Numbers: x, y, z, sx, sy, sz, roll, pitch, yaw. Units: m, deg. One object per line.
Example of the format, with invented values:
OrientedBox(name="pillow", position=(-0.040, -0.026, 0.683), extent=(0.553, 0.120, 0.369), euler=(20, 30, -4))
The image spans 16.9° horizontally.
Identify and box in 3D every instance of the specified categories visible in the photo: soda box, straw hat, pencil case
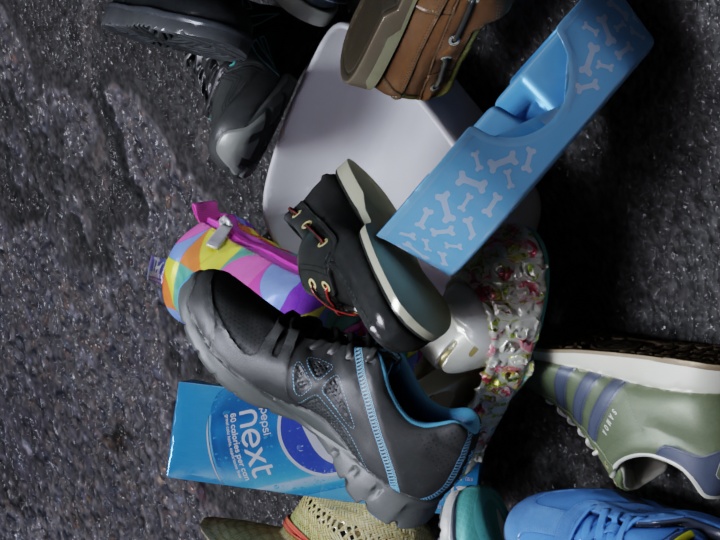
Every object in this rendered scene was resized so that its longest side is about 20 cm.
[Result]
OrientedBox(name="soda box", position=(-0.020, 0.114, 1.561), extent=(0.068, 0.199, 0.065), euler=(37, -121, -86))
OrientedBox(name="straw hat", position=(-0.001, 0.180, 1.631), extent=(0.201, 0.201, 0.085), euler=(33, 97, 44))
OrientedBox(name="pencil case", position=(-0.048, 0.027, 1.548), extent=(0.200, 0.088, 0.089), euler=(29, 125, 44))

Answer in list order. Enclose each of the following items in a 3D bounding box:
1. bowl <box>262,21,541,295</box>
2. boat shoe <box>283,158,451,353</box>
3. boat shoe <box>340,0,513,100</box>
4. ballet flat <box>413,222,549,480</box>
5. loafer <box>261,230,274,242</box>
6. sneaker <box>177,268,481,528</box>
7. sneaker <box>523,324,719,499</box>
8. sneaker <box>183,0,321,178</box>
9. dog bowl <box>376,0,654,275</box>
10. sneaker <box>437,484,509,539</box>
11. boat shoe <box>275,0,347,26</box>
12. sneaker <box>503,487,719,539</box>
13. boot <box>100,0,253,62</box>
OrientedBox(name="bowl", position=(0.033, -0.040, 1.543), extent=(0.200, 0.074, 0.200), euler=(53, 139, 28))
OrientedBox(name="boat shoe", position=(0.002, 0.002, 1.413), extent=(0.074, 0.063, 0.202), euler=(46, -172, -26))
OrientedBox(name="boat shoe", position=(0.057, -0.177, 1.393), extent=(0.200, 0.068, 0.072), euler=(125, 153, -45))
OrientedBox(name="ballet flat", position=(0.059, 0.059, 1.441), extent=(0.076, 0.064, 0.201), euler=(50, 140, 34))
OrientedBox(name="loafer", position=(-0.003, 0.058, 1.647), extent=(0.201, 0.073, 0.071), euler=(62, 173, 16))
OrientedBox(name="sneaker", position=(-0.017, 0.057, 1.418), extent=(0.200, 0.073, 0.082), euler=(39, 119, 3))
OrientedBox(name="sneaker", position=(0.148, 0.085, 1.432), extent=(0.200, 0.067, 0.090), euler=(7, 103, 50))
OrientedBox(name="sneaker", position=(-0.082, -0.122, 1.571), extent=(0.079, 0.200, 0.076), euler=(27, 115, -6))
OrientedBox(name="dog bowl", position=(0.091, -0.078, 1.362), extent=(0.050, 0.200, 0.111), euler=(42, 165, 0))
OrientedBox(name="sneaker", position=(0.112, 0.218, 1.480), extent=(0.080, 0.077, 0.201), euler=(-33, 75, 33))
OrientedBox(name="boat shoe", position=(-0.044, -0.240, 1.563), extent=(0.062, 0.075, 0.200), euler=(-48, 35, 26))
OrientedBox(name="sneaker", position=(0.162, 0.156, 1.395), extent=(0.199, 0.078, 0.066), euler=(14, 71, 36))
OrientedBox(name="boot", position=(-0.091, -0.238, 1.517), extent=(0.165, 0.065, 0.201), euler=(18, 89, 57))
